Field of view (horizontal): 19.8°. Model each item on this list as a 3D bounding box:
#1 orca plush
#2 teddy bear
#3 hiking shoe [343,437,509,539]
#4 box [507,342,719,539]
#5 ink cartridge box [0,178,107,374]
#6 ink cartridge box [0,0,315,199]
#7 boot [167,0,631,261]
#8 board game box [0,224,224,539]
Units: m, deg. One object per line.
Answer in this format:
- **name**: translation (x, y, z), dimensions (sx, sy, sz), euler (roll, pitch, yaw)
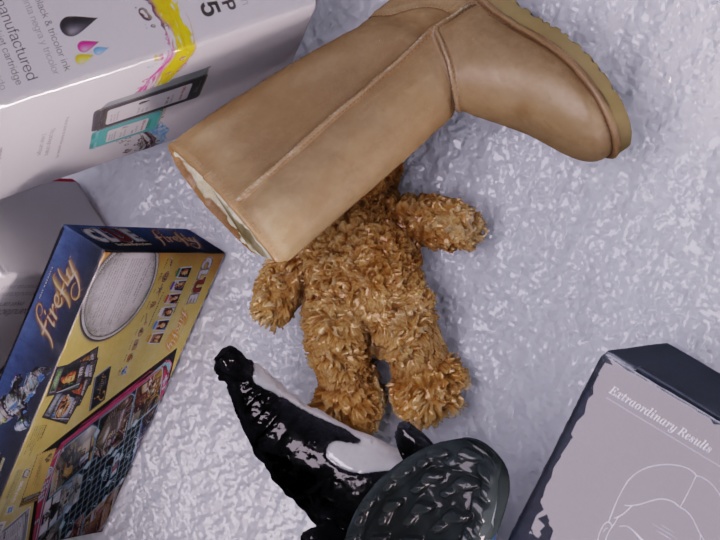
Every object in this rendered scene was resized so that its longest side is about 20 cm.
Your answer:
- **orca plush**: translation (-0.013, 0.123, 1.160), dimensions (0.200, 0.071, 0.105), euler (46, 138, -11)
- **teddy bear**: translation (0.000, 0.000, 1.193), dimensions (0.144, 0.067, 0.202), euler (7, 94, 25)
- **hiking shoe**: translation (0.032, 0.164, 1.112), dimensions (0.074, 0.086, 0.201), euler (38, 121, 22)
- **box**: translation (0.161, 0.161, 1.086), dimensions (0.148, 0.107, 0.201), euler (32, 105, 22)
- **ink cartridge box**: translation (-0.259, 0.036, 1.283), dimensions (0.200, 0.144, 0.085), euler (-44, 72, 21)
- **ink cartridge box**: translation (-0.152, -0.154, 1.177), dimensions (0.198, 0.146, 0.148), euler (-21, 77, -20)
- **boot**: translation (0.023, -0.068, 1.130), dimensions (0.199, 0.066, 0.175), euler (-38, 58, -14)
- **board game box**: translation (-0.166, 0.070, 1.242), dimensions (0.034, 0.135, 0.201), euler (30, 103, 24)
